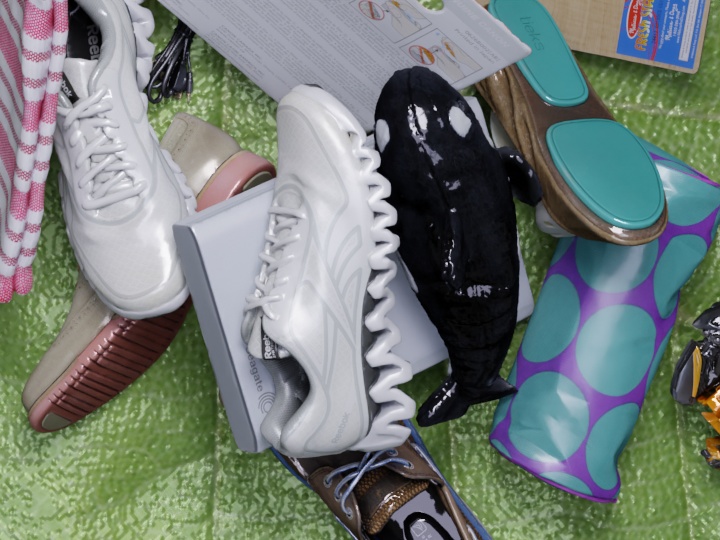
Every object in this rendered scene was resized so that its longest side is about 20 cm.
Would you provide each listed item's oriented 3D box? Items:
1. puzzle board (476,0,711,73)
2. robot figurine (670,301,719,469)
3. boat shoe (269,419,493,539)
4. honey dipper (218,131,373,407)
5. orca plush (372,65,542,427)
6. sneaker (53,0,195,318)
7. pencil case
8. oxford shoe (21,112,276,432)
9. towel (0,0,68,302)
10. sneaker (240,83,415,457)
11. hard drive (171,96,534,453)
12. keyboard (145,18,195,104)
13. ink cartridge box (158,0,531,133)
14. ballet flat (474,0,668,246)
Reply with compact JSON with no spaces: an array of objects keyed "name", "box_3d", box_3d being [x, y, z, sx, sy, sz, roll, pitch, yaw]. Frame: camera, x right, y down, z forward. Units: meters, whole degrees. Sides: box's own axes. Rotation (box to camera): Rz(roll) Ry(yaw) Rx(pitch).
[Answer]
[{"name":"puzzle board","box_3d":[0.129,-0.214,1.551,0.150,0.017,0.201,12,122,9]},{"name":"robot figurine","box_3d":[0.272,0.046,1.578,0.200,0.058,0.145,-42,113,8]},{"name":"boat shoe","box_3d":[0.013,0.118,1.578,0.072,0.072,0.200,-45,98,1]},{"name":"honey dipper","box_3d":[-0.024,-0.006,1.601,0.038,0.038,0.201,33,93,-2]},{"name":"orca plush","box_3d":[0.039,-0.003,1.491,0.105,0.071,0.201,7,116,7]},{"name":"sneaker","box_3d":[-0.141,-0.071,1.526,0.075,0.081,0.201,-17,76,7]},{"name":"pencil case","box_3d":[0.142,0.026,1.581,0.092,0.085,0.201,20,93,-44]},{"name":"oxford shoe","box_3d":[-0.133,0.002,1.591,0.074,0.071,0.200,38,87,19]},{"name":"towel","box_3d":[-0.195,-0.103,1.506,0.030,0.147,0.201,-3,124,-23]},{"name":"sneaker","box_3d":[-0.024,0.004,1.475,0.081,0.075,0.201,-12,100,-24]},{"name":"hard drive","box_3d":[0.000,0.000,1.546,0.199,0.027,0.133,-25,108,-30]},{"name":"keyboard","box_3d":[-0.135,-0.172,1.601,0.127,0.021,0.201,22,92,-2]},{"name":"ink cartridge box","box_3d":[-0.014,-0.153,1.502,0.162,0.200,0.050,40,58,-19]},{"name":"ballet flat","box_3d":[0.107,-0.066,1.538,0.067,0.200,0.073,-7,137,-27]}]
